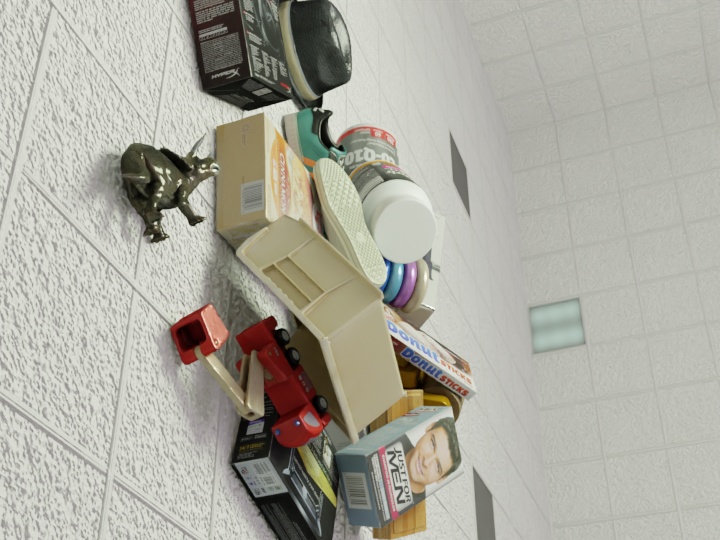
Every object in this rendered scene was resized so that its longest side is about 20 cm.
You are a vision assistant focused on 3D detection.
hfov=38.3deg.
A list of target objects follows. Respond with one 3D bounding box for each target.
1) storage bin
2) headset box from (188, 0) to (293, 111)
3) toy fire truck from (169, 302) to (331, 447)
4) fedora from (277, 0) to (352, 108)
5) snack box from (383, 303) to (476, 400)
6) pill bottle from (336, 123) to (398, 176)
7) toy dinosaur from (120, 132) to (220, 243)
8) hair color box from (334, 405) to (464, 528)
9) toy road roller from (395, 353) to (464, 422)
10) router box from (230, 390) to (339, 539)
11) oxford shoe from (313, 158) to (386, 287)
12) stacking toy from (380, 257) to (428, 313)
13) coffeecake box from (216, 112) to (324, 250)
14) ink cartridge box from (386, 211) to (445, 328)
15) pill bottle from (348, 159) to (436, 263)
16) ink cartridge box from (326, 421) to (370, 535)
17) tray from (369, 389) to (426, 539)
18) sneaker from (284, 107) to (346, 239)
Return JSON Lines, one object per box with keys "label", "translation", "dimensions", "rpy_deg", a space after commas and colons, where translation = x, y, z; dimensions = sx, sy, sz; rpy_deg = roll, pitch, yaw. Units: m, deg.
{"label": "storage bin", "translation": [-0.048, 0.065, 1.246], "dimensions": [0.198, 0.093, 0.202], "rpy_deg": [42, -22, 38]}
{"label": "headset box", "translation": [-0.162, -0.329, 1.369], "dimensions": [0.149, 0.076, 0.204], "rpy_deg": [5, 73, -73]}
{"label": "toy fire truck", "translation": [-0.117, 0.120, 1.152], "dimensions": [0.202, 0.048, 0.141], "rpy_deg": [61, 26, -6]}
{"label": "fedora", "translation": [-0.068, -0.362, 1.674], "dimensions": [0.200, 0.090, 0.205], "rpy_deg": [-12, 90, -73]}
{"label": "snack box", "translation": [0.093, 0.120, 1.548], "dimensions": [0.199, 0.024, 0.072], "rpy_deg": [35, 25, -26]}
{"label": "pill bottle", "translation": [0.011, -0.138, 1.746], "dimensions": [0.114, 0.112, 0.203], "rpy_deg": [58, 26, -49]}
{"label": "toy dinosaur", "translation": [-0.216, -0.091, 1.071], "dimensions": [0.199, 0.076, 0.104], "rpy_deg": [3, 64, -68]}
{"label": "hair color box", "translation": [0.057, 0.263, 1.412], "dimensions": [0.199, 0.060, 0.101], "rpy_deg": [-20, 100, -49]}
{"label": "toy road roller", "translation": [0.067, 0.149, 1.601], "dimensions": [0.123, 0.196, 0.149], "rpy_deg": [-55, 153, -67]}
{"label": "router box", "translation": [-0.086, 0.236, 1.276], "dimensions": [0.159, 0.051, 0.202], "rpy_deg": [-82, 154, -50]}
{"label": "oxford shoe", "translation": [-0.026, -0.060, 1.436], "dimensions": [0.074, 0.057, 0.203], "rpy_deg": [-10, 74, -46]}
{"label": "stacking toy", "translation": [0.000, 0.000, 1.549], "dimensions": [0.085, 0.197, 0.087], "rpy_deg": [-164, -90, -71]}
{"label": "coffeecake box", "translation": [-0.115, -0.082, 1.363], "dimensions": [0.200, 0.072, 0.156], "rpy_deg": [51, 30, -58]}
{"label": "ink cartridge box", "translation": [0.069, 0.012, 1.732], "dimensions": [0.145, 0.083, 0.203], "rpy_deg": [126, -20, -49]}
{"label": "pill bottle", "translation": [0.044, -0.087, 1.538], "dimensions": [0.200, 0.115, 0.118], "rpy_deg": [-123, -167, -67]}
{"label": "ink cartridge box", "translation": [0.007, 0.273, 1.532], "dimensions": [0.116, 0.065, 0.203], "rpy_deg": [-59, 135, -66]}
{"label": "tray", "translation": [0.055, 0.275, 1.488], "dimensions": [0.098, 0.036, 0.204], "rpy_deg": [6, 80, -55]}
{"label": "sneaker", "translation": [-0.055, -0.149, 1.589], "dimensions": [0.071, 0.078, 0.204], "rpy_deg": [-46, 123, -73]}
